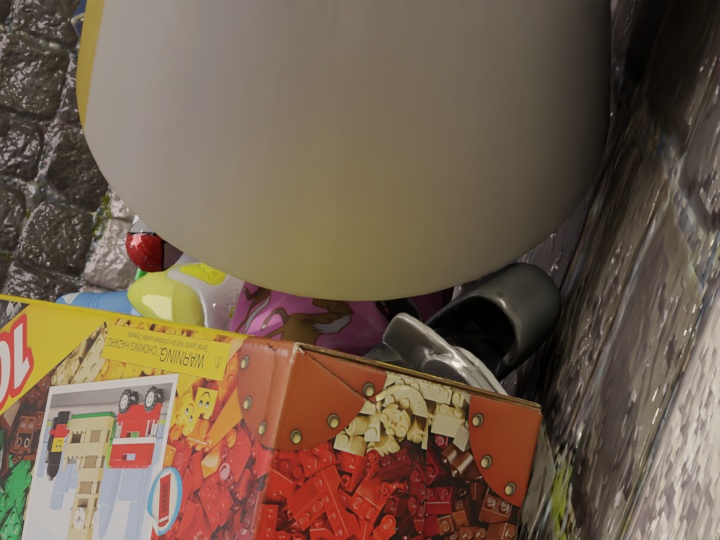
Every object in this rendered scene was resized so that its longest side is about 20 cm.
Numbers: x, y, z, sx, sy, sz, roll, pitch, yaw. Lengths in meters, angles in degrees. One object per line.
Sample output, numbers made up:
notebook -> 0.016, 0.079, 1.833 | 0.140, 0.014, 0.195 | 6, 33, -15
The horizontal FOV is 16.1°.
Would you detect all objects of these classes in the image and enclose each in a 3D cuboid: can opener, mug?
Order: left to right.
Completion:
mug -> -0.016, -0.103, 0.656 | 0.154, 0.185, 0.150 | 96, -161, -52
can opener -> 0.016, 0.065, 0.746 | 0.067, 0.053, 0.200 | -38, -14, -29

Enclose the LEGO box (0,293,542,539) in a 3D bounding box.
LEGO box -> -0.053, 0.090, 0.660 | 0.199, 0.077, 0.150 | 5, 81, 57

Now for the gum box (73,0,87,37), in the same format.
gum box -> -0.007, -0.132, 0.925 | 0.200, 0.169, 0.045 | -84, -28, -69

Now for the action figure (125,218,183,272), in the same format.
action figure -> -0.002, -0.068, 0.793 | 0.200, 0.065, 0.052 | -43, 6, 18

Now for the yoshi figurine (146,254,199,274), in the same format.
yoshi figurine -> -0.084, 0.043, 1.019 | 0.113, 0.111, 0.201 | -92, 16, -53

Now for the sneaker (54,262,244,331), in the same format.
sneaker -> -0.073, 0.093, 0.933 | 0.076, 0.104, 0.202 | -31, -59, -64

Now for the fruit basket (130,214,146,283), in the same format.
fruit basket -> -0.037, -0.037, 1.258 | 0.200, 0.093, 0.187 | -19, -52, -73

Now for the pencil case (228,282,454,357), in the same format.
pencil case -> 0.000, 0.000, 0.869 | 0.083, 0.086, 0.201 | -32, 29, 34
